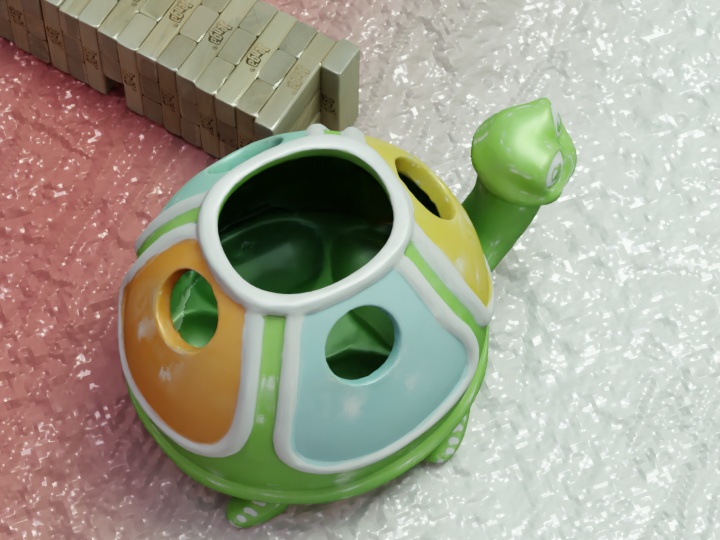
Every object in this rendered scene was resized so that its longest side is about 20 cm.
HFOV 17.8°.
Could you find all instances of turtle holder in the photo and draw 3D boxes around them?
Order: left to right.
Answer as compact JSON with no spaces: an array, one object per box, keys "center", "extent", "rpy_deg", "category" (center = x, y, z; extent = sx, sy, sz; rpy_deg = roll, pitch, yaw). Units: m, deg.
[{"center":[-0.002,0.010,0.894],"extent":[0.185,0.132,0.141],"rpy_deg":[-4,61,-4],"category":"turtle holder"}]

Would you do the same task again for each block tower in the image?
[{"center":[-0.099,-0.108,1.000],"extent":[0.200,0.054,0.058],"rpy_deg":[28,65,13],"category":"block tower"}]
